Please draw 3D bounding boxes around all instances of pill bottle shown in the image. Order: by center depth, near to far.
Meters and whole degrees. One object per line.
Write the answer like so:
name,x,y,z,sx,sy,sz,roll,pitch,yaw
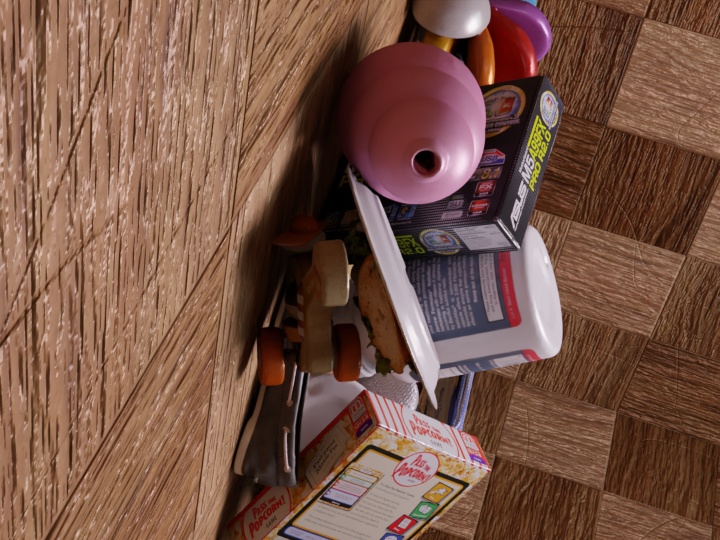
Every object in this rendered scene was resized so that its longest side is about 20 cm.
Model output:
pill bottle,0.070,0.036,1.135,0.120,0.200,0.120,-12,90,-71
pill bottle,-0.037,0.189,1.291,0.200,0.114,0.114,95,14,-66

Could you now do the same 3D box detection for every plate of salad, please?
plate of salad,0.016,0.016,0.987,0.200,0.048,0.200,-21,90,-87

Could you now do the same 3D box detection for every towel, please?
towel,0.104,0.154,1.387,0.200,0.024,0.145,93,10,-57

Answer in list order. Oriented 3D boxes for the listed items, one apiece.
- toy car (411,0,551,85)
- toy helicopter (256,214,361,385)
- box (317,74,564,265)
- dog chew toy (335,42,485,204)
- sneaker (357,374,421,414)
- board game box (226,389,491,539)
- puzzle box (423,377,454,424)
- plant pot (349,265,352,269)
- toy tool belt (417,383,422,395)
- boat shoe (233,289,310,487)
toy car,0.131,-0.256,1.378,0.175,0.150,0.200,100,10,-51
toy helicopter,-0.033,0.010,0.955,0.200,0.079,0.133,127,-40,-73
box,0.067,-0.086,1.120,0.044,0.200,0.160,47,52,-39
dog chew toy,0.043,-0.109,0.997,0.200,0.124,0.125,-96,-159,-72
sneaker,0.013,0.110,1.374,0.115,0.075,0.200,81,-10,-48
board game box,-0.002,0.210,1.167,0.200,0.151,0.046,-46,-139,20
puzzle box,0.080,0.176,1.402,0.133,0.025,0.200,96,6,-65
plant pot,0.000,0.000,1.261,0.200,0.027,0.200,-41,137,-54
toy tool belt,0.047,0.041,1.489,0.123,0.125,0.200,-66,146,-61
boat shoe,-0.056,0.093,1.104,0.067,0.057,0.200,-42,149,-79
